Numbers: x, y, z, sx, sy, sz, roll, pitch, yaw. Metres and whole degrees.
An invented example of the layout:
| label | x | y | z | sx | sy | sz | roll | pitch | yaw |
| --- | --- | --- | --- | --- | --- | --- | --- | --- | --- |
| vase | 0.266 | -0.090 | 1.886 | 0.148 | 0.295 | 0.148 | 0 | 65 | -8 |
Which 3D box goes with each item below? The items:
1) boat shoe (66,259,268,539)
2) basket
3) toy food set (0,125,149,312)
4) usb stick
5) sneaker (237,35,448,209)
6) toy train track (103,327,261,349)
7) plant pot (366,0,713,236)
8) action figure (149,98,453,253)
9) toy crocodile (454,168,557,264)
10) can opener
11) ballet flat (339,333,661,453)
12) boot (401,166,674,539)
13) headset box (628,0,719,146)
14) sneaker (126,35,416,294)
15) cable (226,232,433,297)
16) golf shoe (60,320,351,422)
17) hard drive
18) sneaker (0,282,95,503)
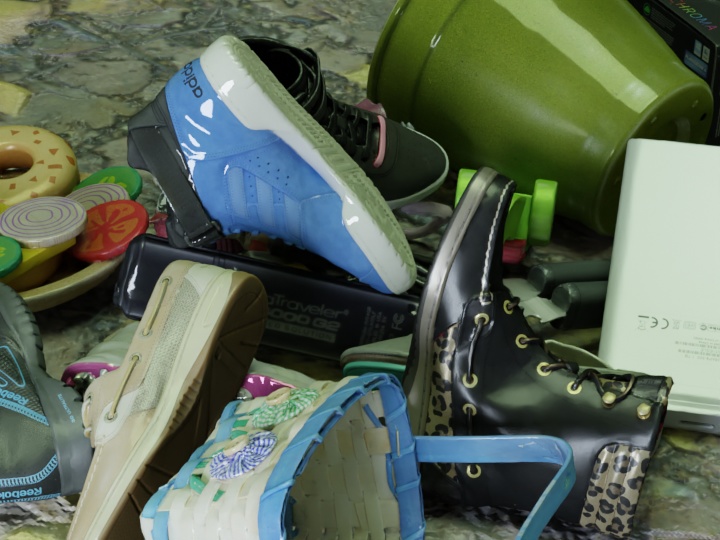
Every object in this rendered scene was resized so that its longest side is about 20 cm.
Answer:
| label | x | y | z | sx | sy | sz | roll | pitch | yaw |
| --- | --- | --- | --- | --- | --- | --- | --- | --- | --- |
| boat shoe | -0.121 | 0.084 | 1.251 | 0.065 | 0.072 | 0.200 | 15 | 68 | 25 |
| basket | -0.003 | 0.137 | 1.162 | 0.199 | 0.139 | 0.176 | 4 | 28 | 22 |
| toy food set | -0.239 | -0.030 | 1.501 | 0.198 | 0.049 | 0.200 | 20 | 37 | 36 |
| usb stick | -0.055 | 0.022 | 1.400 | 0.199 | 0.056 | 0.033 | 13 | 7 | -11 |
| sneaker | -0.024 | -0.094 | 1.448 | 0.199 | 0.099 | 0.071 | 11 | 63 | -17 |
| toy train track | -0.067 | 0.032 | 1.444 | 0.199 | 0.033 | 0.115 | -8 | 32 | -19 |
| plant pot | 0.141 | -0.127 | 1.602 | 0.200 | 0.201 | 0.193 | -26 | 53 | -39 |
| action figure | -0.061 | -0.046 | 1.548 | 0.200 | 0.134 | 0.149 | -27 | 82 | -23 |
| toy crocodile | 0.094 | -0.029 | 1.485 | 0.067 | 0.062 | 0.200 | 8 | -3 | 4 |
| can opener | 0.128 | 0.026 | 1.452 | 0.200 | 0.067 | 0.053 | -8 | 35 | -33 |
| ballet flat | 0.089 | 0.067 | 1.358 | 0.199 | 0.067 | 0.064 | 15 | 59 | 11 |
| boot | 0.105 | 0.052 | 1.279 | 0.150 | 0.201 | 0.073 | 15 | 7 | 11 |
| headset box | 0.318 | -0.187 | 1.790 | 0.199 | 0.093 | 0.174 | -10 | 33 | -22 |
| sneaker | -0.061 | -0.040 | 1.380 | 0.111 | 0.200 | 0.077 | -37 | 25 | 14 |
| cable | 0.000 | 0.000 | 1.471 | 0.199 | 0.050 | 0.097 | 16 | 28 | -15 |
| golf shoe | -0.076 | 0.071 | 1.336 | 0.199 | 0.076 | 0.092 | 12 | 32 | 13 |
| hard drive | 0.224 | 0.010 | 1.422 | 0.132 | 0.027 | 0.200 | 7 | 59 | 9 |
| sneaker | -0.224 | 0.069 | 1.328 | 0.082 | 0.073 | 0.200 | -15 | 33 | -23 |
